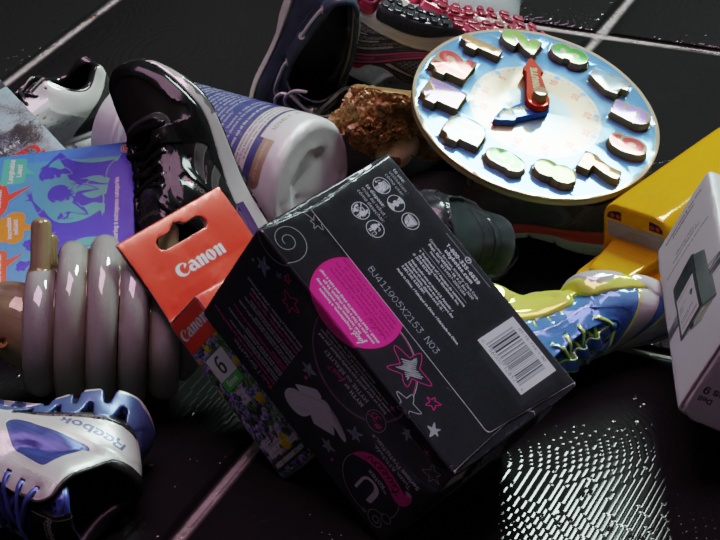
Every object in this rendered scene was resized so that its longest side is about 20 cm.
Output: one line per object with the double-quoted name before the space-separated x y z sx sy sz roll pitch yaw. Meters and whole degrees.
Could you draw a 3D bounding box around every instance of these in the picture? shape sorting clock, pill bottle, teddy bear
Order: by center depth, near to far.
"shape sorting clock" 0.137 -0.124 1.609 0.199 0.039 0.201 5 43 -5
"pill bottle" -0.119 -0.092 1.685 0.199 0.111 0.111 17 37 30
"teddy bear" 0.069 -0.114 1.707 0.144 0.067 0.200 10 8 29

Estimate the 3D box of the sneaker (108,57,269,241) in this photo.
"sneaker" -0.142 -0.070 1.580 0.076 0.201 0.087 -35 -3 39

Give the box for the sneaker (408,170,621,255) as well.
"sneaker" 0.129 -0.071 1.651 0.199 0.082 0.077 8 33 18

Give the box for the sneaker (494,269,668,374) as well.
"sneaker" 0.135 0.061 1.464 0.199 0.076 0.105 -3 50 0

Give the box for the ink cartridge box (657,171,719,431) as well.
"ink cartridge box" 0.290 0.037 1.406 0.145 0.084 0.200 22 30 -10

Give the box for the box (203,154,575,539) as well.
"box" 0.017 0.051 1.352 0.132 0.115 0.200 -31 78 -38

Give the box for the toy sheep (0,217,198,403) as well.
"toy sheep" -0.177 0.035 1.468 0.199 0.139 0.138 1 31 -1

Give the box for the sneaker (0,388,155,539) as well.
"sneaker" -0.229 0.138 1.350 0.198 0.081 0.115 -7 29 -9

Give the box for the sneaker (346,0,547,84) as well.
"sneaker" 0.083 -0.183 1.733 0.199 0.075 0.081 21 35 -3

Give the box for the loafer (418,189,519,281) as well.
"loafer" 0.078 -0.024 1.514 0.070 0.068 0.201 -7 -8 10

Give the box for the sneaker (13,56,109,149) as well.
"sneaker" -0.299 -0.126 1.795 0.200 0.080 0.074 -30 41 -33

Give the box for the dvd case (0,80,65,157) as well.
"dvd case" -0.306 -0.066 1.686 0.146 0.022 0.200 -31 51 -19

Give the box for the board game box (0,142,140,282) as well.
"board game box" -0.268 -0.022 1.599 0.199 0.045 0.153 -7 49 2

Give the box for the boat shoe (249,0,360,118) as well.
"boat shoe" -0.041 -0.157 1.711 0.075 0.201 0.062 3 38 -26

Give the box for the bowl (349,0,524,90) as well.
"bowl" 0.054 -0.206 1.834 0.200 0.201 0.091 -4 76 -1

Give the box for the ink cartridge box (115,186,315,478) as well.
"ink cartridge box" -0.066 0.031 1.425 0.109 0.050 0.200 -33 84 -39

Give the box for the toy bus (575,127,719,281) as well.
"toy bus" 0.245 -0.035 1.581 0.065 0.079 0.200 22 40 36
